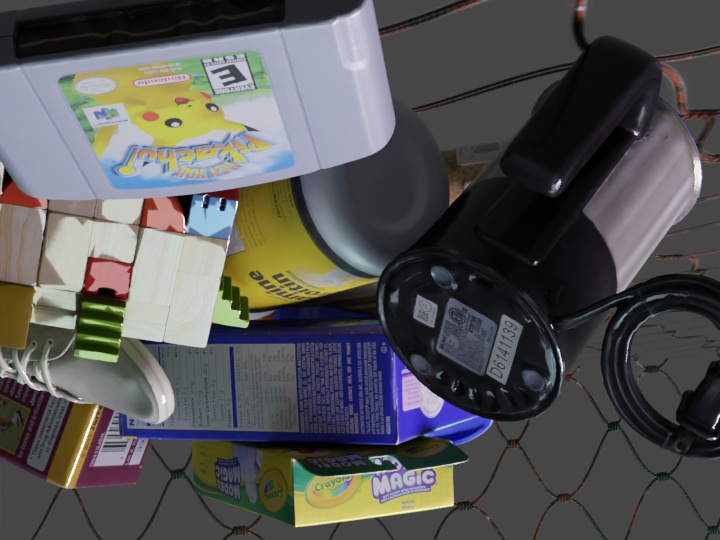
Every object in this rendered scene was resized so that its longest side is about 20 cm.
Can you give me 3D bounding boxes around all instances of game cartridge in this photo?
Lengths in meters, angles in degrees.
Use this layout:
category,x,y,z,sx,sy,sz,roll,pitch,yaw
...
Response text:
category,x,y,z,sx,sy,sz,roll,pitch,yaw
game cartridge,-0.086,-0.083,0.737,0.199,0.041,0.133,-7,156,5

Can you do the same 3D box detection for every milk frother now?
category,x,y,z,sx,sy,sz,roll,pitch,yaw
milk frother,0.148,-0.005,0.853,0.188,0.200,0.181,-48,176,-37

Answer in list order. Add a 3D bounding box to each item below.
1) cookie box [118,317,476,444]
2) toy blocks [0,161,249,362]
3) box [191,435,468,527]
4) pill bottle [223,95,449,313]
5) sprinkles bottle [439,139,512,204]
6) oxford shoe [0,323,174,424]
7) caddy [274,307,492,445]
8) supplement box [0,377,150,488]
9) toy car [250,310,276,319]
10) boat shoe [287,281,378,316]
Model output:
category,x,y,z,sx,sy,sz,roll,pitch,yaw
cookie box,-0.037,0.071,1.033,0.199,0.076,0.171,-1,-179,23
toy blocks,-0.147,-0.036,0.850,0.199,0.137,0.100,9,-148,-11
box,-0.023,0.131,1.009,0.117,0.049,0.200,-3,179,-26
pill bottle,-0.048,-0.035,0.952,0.112,0.113,0.200,1,169,-41
sprinkles bottle,0.120,-0.060,1.067,0.199,0.069,0.068,-7,172,5
oxford shoe,-0.198,0.052,0.973,0.199,0.075,0.058,25,-136,30
caddy,0.024,0.059,1.186,0.199,0.105,0.142,-8,131,22
supplement box,-0.240,0.058,1.096,0.199,0.131,0.103,23,-176,21
toy car,-0.126,0.044,1.290,0.199,0.151,0.175,-7,172,5
boat shoe,0.000,0.000,1.033,0.068,0.075,0.200,39,151,-31
